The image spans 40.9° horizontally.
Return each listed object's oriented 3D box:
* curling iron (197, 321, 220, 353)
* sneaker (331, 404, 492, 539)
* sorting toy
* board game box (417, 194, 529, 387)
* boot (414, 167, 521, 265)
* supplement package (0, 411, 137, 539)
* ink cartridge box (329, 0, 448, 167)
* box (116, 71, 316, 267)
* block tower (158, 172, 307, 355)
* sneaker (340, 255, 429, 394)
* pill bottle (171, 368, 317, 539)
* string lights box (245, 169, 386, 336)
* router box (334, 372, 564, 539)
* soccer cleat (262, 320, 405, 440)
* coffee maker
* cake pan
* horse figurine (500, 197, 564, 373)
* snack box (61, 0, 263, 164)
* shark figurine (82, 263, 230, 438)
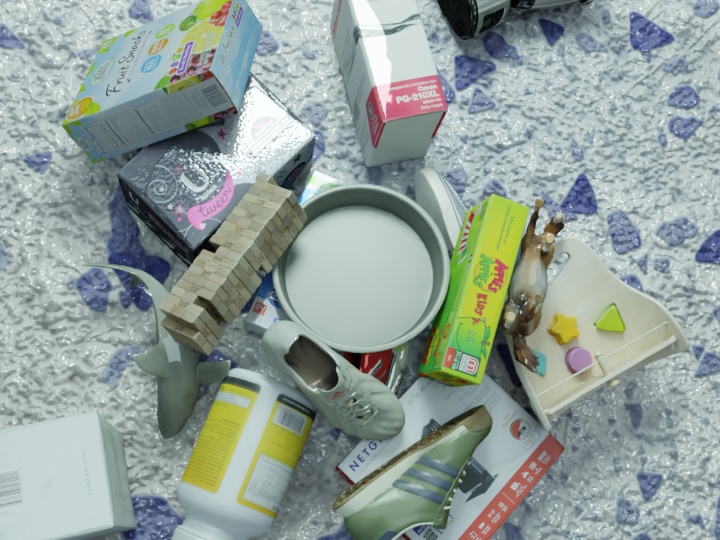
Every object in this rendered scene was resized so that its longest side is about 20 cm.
[{"bbox_3d":[-0.160,0.016,1.144,0.049,0.026,0.200,35,74,1],"label":"curling iron"},{"bbox_3d":[0.073,0.235,1.045,0.200,0.067,0.090,-32,88,-13],"label":"sneaker"},{"bbox_3d":[0.242,0.061,1.125,0.199,0.107,0.181,-27,86,-12],"label":"sorting toy"},{"bbox_3d":[0.124,0.025,1.072,0.047,0.102,0.201,19,78,-7],"label":"board game box"},{"bbox_3d":[0.141,-0.042,1.177,0.090,0.073,0.201,-22,86,-19],"label":"boot"},{"bbox_3d":[-0.300,0.220,0.985,0.109,0.200,0.114,-10,75,-9],"label":"supplement package"},{"bbox_3d":[0.030,-0.249,1.174,0.084,0.145,0.201,-12,77,-11],"label":"ink cartridge box"},{"bbox_3d":[-0.164,-0.116,1.133,0.132,0.115,0.200,43,75,6],"label":"box"},{"bbox_3d":[-0.134,-0.010,1.039,0.058,0.054,0.201,20,67,32],"label":"block tower"},{"bbox_3d":[0.018,0.064,1.114,0.085,0.077,0.201,23,72,-22],"label":"sneaker"},{"bbox_3d":[-0.131,0.217,1.050,0.111,0.112,0.201,22,74,0],"label":"pill bottle"},{"bbox_3d":[-0.051,-0.005,1.145,0.102,0.059,0.201,22,74,0],"label":"string lights box"},{"bbox_3d":[0.101,0.217,1.107,0.179,0.049,0.200,43,75,6],"label":"router box"},{"bbox_3d":[-0.024,0.125,1.023,0.200,0.078,0.069,40,83,-23],"label":"soccer cleat"},{"bbox_3d":[0.190,-0.410,1.257,0.199,0.135,0.193,-18,54,-12],"label":"coffee maker"},{"bbox_3d":[0.000,0.000,1.089,0.199,0.037,0.202,1,69,-3],"label":"cake pan"},{"bbox_3d":[0.186,0.015,1.054,0.050,0.133,0.201,12,76,9],"label":"horse figurine"},{"bbox_3d":[-0.223,-0.223,1.101,0.199,0.068,0.169,-17,42,22],"label":"snack box"},{"bbox_3d":[-0.227,0.073,1.063,0.089,0.128,0.216,-11,78,-52],"label":"shark figurine"}]
